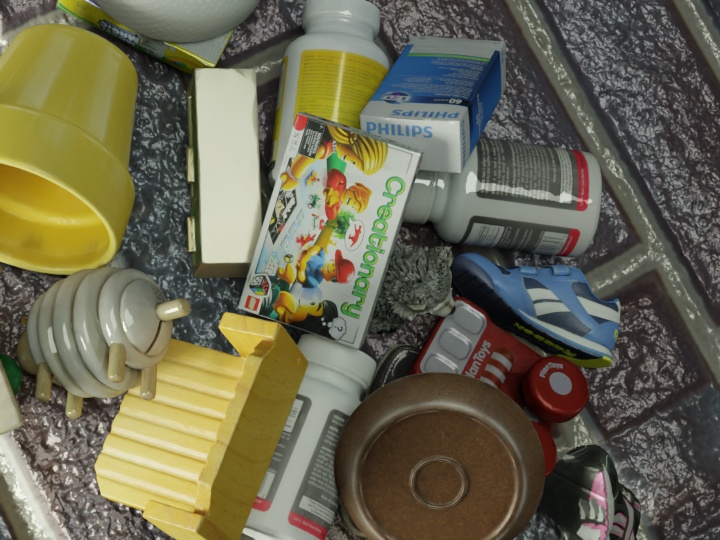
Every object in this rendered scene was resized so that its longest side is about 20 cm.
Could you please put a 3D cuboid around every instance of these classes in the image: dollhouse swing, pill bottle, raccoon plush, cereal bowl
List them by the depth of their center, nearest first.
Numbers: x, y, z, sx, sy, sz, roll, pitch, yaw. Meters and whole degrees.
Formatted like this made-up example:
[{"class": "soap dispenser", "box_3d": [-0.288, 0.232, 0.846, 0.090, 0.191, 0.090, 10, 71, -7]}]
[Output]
[{"class": "dollhouse swing", "box_3d": [-0.170, 0.137, 1.565, 0.176, 0.182, 0.200, 18, 75, 16]}, {"class": "pill bottle", "box_3d": [-0.057, 0.168, 1.648, 0.111, 0.111, 0.200, 24, 75, -7]}, {"class": "raccoon plush", "box_3d": [0.000, 0.000, 1.682, 0.200, 0.134, 0.097, 15, 76, -9]}, {"class": "cereal bowl", "box_3d": [-0.181, -0.334, 1.690, 0.200, 0.083, 0.200, 7, 67, -16]}, {"class": "pill bottle", "box_3d": [-0.029, -0.174, 1.723, 0.112, 0.112, 0.200, 9, 77, -11]}, {"class": "pill bottle", "box_3d": [0.137, -0.079, 1.734, 0.200, 0.111, 0.111, 7, 77, -11]}]

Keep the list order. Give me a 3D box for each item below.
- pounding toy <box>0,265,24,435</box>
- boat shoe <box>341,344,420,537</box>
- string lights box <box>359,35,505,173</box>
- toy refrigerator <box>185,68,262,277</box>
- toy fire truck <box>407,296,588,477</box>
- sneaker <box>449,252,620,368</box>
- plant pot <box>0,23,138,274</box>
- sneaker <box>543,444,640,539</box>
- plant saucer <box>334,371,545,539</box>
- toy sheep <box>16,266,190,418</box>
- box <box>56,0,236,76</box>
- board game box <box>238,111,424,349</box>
[{"class": "pounding toy", "box_3d": [-0.397, 0.092, 1.565, 0.200, 0.184, 0.142, -22, 96, -16]}, {"class": "boat shoe", "box_3d": [0.034, 0.169, 1.691, 0.072, 0.065, 0.200, 21, 76, -12]}, {"class": "string lights box", "box_3d": [0.076, -0.171, 1.698, 0.103, 0.059, 0.200, 6, 32, 16]}, {"class": "toy refrigerator", "box_3d": [-0.141, -0.097, 1.702, 0.070, 0.076, 0.200, -1, 80, -13]}, {"class": "toy fire truck", "box_3d": [0.116, 0.140, 1.674, 0.168, 0.112, 0.200, 33, 55, -1]}, {"class": "sneaker", "box_3d": [0.184, 0.026, 1.753, 0.200, 0.074, 0.082, 29, 74, -14]}, {"class": "plant pot", "box_3d": [-0.301, -0.126, 1.621, 0.201, 0.201, 0.189, 20, 61, -8]}, {"class": "sneaker", "box_3d": [0.238, 0.235, 1.683, 0.080, 0.200, 0.086, 29, 55, 30]}, {"class": "plant saucer", "box_3d": [0.073, 0.194, 1.581, 0.200, 0.034, 0.200, 1, 109, 4]}, {"class": "toy sheep", "box_3d": [-0.244, 0.061, 1.603, 0.200, 0.138, 0.138, -13, 80, 24]}, {"class": "box", "box_3d": [-0.220, -0.288, 1.731, 0.200, 0.048, 0.117, 28, 65, -8]}, {"class": "board game box", "box_3d": [-0.029, -0.038, 1.623, 0.126, 0.035, 0.200, 18, 99, 6]}]
